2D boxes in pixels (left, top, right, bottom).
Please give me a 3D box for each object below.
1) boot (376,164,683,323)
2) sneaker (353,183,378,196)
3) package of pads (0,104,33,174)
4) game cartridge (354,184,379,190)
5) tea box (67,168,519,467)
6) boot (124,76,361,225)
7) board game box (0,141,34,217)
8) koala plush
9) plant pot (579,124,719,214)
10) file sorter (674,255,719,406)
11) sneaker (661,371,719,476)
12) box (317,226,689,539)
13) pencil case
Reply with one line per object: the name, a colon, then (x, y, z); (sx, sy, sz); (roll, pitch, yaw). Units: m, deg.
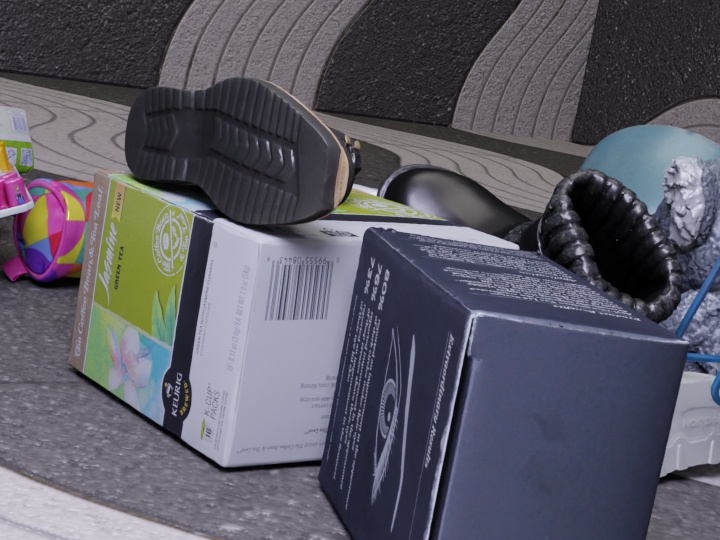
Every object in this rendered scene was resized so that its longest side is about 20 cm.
boot: (0.104, -0.022, 0.967); (0.211, 0.080, 0.158); (36, -19, 10)
sneaker: (0.031, 0.012, 1.075); (0.199, 0.112, 0.073); (18, -7, 6)
package of pads: (-0.416, -0.110, 1.336); (0.199, 0.069, 0.154); (-6, -1, 28)
game cartridge: (0.000, 0.000, 1.128); (0.199, 0.130, 0.038); (9, -13, -3)
tea box: (-0.044, 0.023, 0.931); (0.199, 0.134, 0.196); (1, 13, -39)
boot: (-0.030, -0.068, 0.876); (0.138, 0.078, 0.200); (6, 12, -38)
board game box: (-0.357, -0.052, 1.141); (0.199, 0.026, 0.200); (-15, 17, -14)
koala plush: (0.265, 0.009, 1.128); (0.177, 0.201, 0.183); (2, 13, -40)
plant pot: (0.263, -0.013, 1.370); (0.199, 0.201, 0.135); (16, 46, 29)
file sorter: (0.299, 0.066, 0.886); (0.138, 0.123, 0.200); (5, 35, -31)
sneaker: (0.168, 0.095, 0.968); (0.199, 0.077, 0.080); (8, -3, -34)
box: (0.059, 0.073, 0.728); (0.104, 0.149, 0.200); (8, 11, -15)
pencil case: (-0.192, -0.030, 1.229); (0.200, 0.089, 0.088); (1, 13, -46)
